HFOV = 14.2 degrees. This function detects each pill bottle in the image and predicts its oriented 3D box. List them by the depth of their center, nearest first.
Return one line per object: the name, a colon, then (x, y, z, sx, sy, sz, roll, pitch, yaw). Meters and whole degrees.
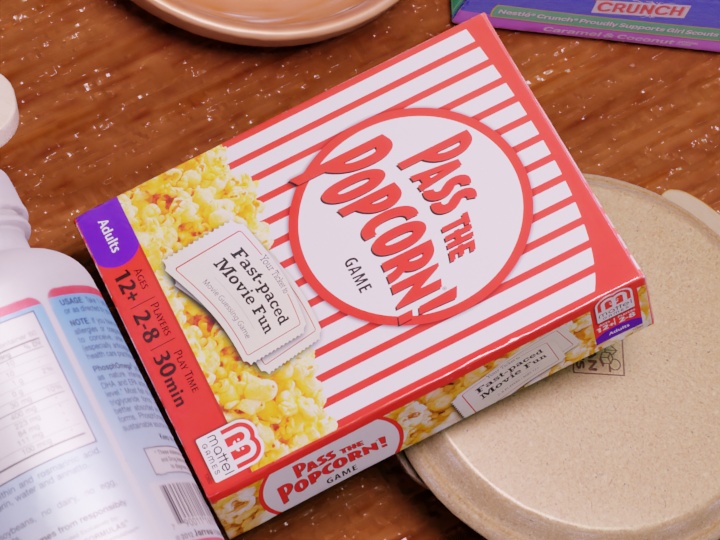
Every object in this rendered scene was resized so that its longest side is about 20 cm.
pill bottle: (-0.138, 0.064, 1.169, 0.108, 0.109, 0.201, -21, 75, -23)

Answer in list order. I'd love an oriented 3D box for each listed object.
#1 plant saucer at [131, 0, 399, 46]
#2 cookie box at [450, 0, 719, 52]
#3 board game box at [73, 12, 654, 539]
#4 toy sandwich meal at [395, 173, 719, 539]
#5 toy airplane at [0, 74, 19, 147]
plant saucer: (-0.053, -0.191, 1.340, 0.199, 0.037, 0.201, 6, 66, -14)
cookie box: (0.129, -0.212, 1.379, 0.170, 0.075, 0.201, 5, 66, -14)
board game box: (0.000, 0.000, 1.215, 0.199, 0.046, 0.152, -27, 60, -4)
toy sandwich meal: (0.099, 0.045, 1.270, 0.204, 0.070, 0.206, 5, 66, -10)
toy airplane: (-0.261, -0.098, 1.197, 0.198, 0.142, 0.200, -6, 36, -25)
